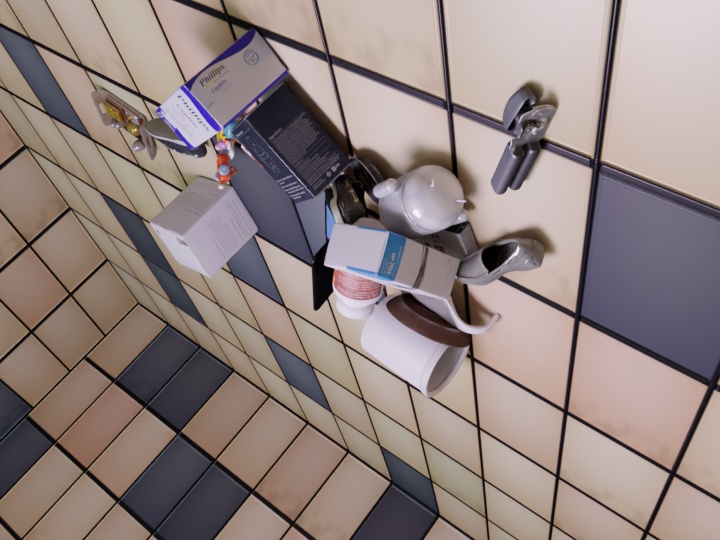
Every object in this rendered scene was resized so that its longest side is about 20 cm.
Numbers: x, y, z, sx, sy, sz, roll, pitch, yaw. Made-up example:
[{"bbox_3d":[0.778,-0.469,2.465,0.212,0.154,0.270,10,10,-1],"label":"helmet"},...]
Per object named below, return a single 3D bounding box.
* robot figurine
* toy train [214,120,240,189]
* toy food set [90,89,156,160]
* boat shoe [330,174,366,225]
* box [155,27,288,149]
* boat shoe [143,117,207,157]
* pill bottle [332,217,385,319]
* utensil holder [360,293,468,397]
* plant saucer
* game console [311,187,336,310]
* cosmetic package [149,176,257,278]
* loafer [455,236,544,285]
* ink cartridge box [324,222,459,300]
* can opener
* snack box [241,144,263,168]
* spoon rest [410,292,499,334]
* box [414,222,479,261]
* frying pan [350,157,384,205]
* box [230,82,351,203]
[{"bbox_3d":[0.106,-0.118,1.334,0.169,0.114,0.200,17,166,-21],"label":"robot figurine"},{"bbox_3d":[-0.286,-0.274,1.698,0.200,0.055,0.151,148,116,-66],"label":"toy train"},{"bbox_3d":[-0.660,-0.403,2.124,0.200,0.060,0.144,34,157,16],"label":"toy food set"},{"bbox_3d":[-0.019,-0.141,1.472,0.201,0.060,0.072,-93,-20,-62],"label":"boat shoe"},{"bbox_3d":[-0.264,-0.338,1.440,0.105,0.184,0.200,50,157,-17],"label":"box"},{"bbox_3d":[-0.469,-0.333,1.925,0.199,0.076,0.061,27,148,33],"label":"boat shoe"},{"bbox_3d":[0.000,0.000,1.589,0.112,0.112,0.201,30,133,25],"label":"pill bottle"},{"bbox_3d":[0.125,0.166,1.759,0.200,0.170,0.170,33,157,27],"label":"utensil holder"},{"bbox_3d":[0.152,0.100,1.641,0.199,0.035,0.200,22,-163,-7],"label":"plant saucer"},{"bbox_3d":[-0.082,-0.046,1.665,0.200,0.116,0.176,94,153,-54],"label":"game console"},{"bbox_3d":[-0.424,-0.121,2.074,0.164,0.200,0.165,21,150,41],"label":"cosmetic package"},{"bbox_3d":[0.232,-0.020,1.339,0.070,0.070,0.200,21,155,-30],"label":"loafer"},{"bbox_3d":[0.059,-0.016,1.385,0.199,0.086,0.146,20,174,-42],"label":"ink cartridge box"},{"bbox_3d":[0.229,-0.189,1.113,0.200,0.053,0.067,101,150,-65],"label":"can opener"},{"bbox_3d":[-0.212,-0.288,1.656,0.072,0.024,0.200,45,158,-4],"label":"snack box"},{"bbox_3d":[0.186,0.075,1.586,0.199,0.061,0.099,27,154,7],"label":"spoon rest"},{"bbox_3d":[0.146,-0.054,1.492,0.199,0.036,0.145,19,148,41],"label":"box"},{"bbox_3d":[0.041,-0.142,1.449,0.190,0.031,0.115,52,170,12],"label":"frying pan"},{"bbox_3d":[-0.138,-0.242,1.485,0.200,0.107,0.148,47,166,-15],"label":"box"}]
